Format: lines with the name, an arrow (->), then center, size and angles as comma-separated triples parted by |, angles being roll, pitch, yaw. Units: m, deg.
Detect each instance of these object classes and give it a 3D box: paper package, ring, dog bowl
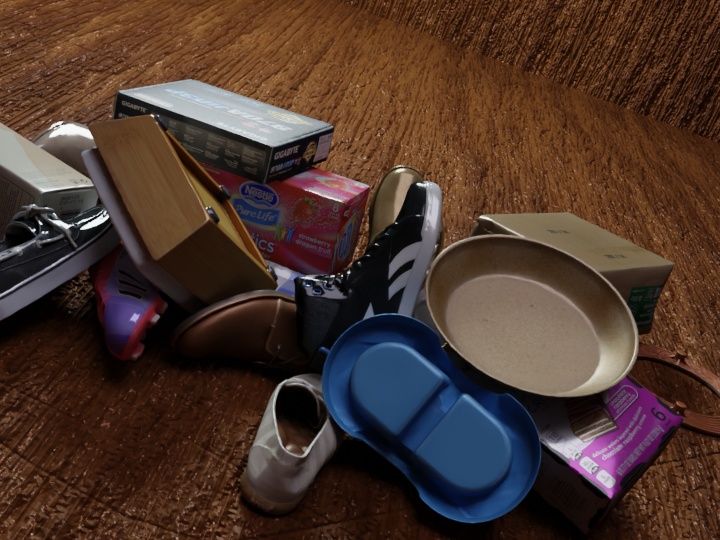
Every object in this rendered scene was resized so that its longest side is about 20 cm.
paper package -> 0.257, 0.007, 1.387 | 0.200, 0.104, 0.190 | -4, 27, -46
ring -> 0.382, 0.134, 1.331 | 0.200, 0.019, 0.201 | 18, 22, -8
dog bowl -> 0.058, 0.124, 0.929 | 0.200, 0.112, 0.050 | 40, -8, 13

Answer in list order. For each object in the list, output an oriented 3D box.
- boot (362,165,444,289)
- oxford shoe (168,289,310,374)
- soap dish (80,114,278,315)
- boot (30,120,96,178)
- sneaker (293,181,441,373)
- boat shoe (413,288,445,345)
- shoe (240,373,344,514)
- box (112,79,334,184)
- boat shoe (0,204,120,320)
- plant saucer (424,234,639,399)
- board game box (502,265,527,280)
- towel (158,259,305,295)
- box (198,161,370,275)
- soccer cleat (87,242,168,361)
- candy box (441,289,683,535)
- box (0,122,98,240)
boot -> 0.051, -0.046, 1.164 | 0.066, 0.176, 0.200 | 14, -10, -7
oxford shoe -> -0.081, 0.064, 1.029 | 0.199, 0.071, 0.071 | -3, 55, -37
soap dish -> -0.161, -0.042, 1.021 | 0.158, 0.081, 0.200 | 58, 3, 27
boot -> -0.277, -0.113, 1.263 | 0.146, 0.070, 0.200 | 26, 23, 9
sneaker -> 0.000, 0.000, 1.007 | 0.111, 0.201, 0.073 | 17, -11, -7
boat shoe -> 0.123, 0.079, 1.114 | 0.200, 0.071, 0.070 | 35, 21, 16
shoe -> -0.047, 0.128, 0.917 | 0.070, 0.054, 0.200 | 21, 22, 1
box -> -0.151, -0.160, 1.240 | 0.199, 0.046, 0.159 | 21, 22, 18
boat shoe -> -0.284, -0.024, 0.979 | 0.073, 0.068, 0.199 | -5, 24, 38
plant saucer -> 0.150, 0.047, 1.001 | 0.199, 0.036, 0.201 | 10, 42, -9
board game box -> 0.161, 0.038, 1.177 | 0.105, 0.023, 0.200 | 39, -8, -8
towel -> -0.146, 0.006, 1.160 | 0.199, 0.024, 0.147 | 23, 23, 6
box -> -0.102, -0.072, 1.256 | 0.199, 0.100, 0.095 | 20, 20, 13
soccer cleat -> -0.216, 0.021, 0.997 | 0.076, 0.067, 0.200 | 27, 15, -13
candy box -> 0.171, 0.122, 1.003 | 0.200, 0.061, 0.136 | 38, 47, 21
box -> -0.360, -0.083, 1.088 | 0.200, 0.095, 0.078 | 32, 24, 24
